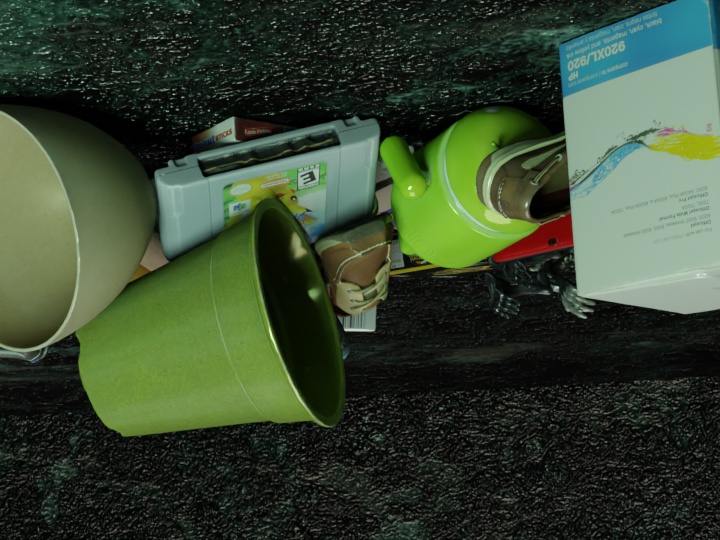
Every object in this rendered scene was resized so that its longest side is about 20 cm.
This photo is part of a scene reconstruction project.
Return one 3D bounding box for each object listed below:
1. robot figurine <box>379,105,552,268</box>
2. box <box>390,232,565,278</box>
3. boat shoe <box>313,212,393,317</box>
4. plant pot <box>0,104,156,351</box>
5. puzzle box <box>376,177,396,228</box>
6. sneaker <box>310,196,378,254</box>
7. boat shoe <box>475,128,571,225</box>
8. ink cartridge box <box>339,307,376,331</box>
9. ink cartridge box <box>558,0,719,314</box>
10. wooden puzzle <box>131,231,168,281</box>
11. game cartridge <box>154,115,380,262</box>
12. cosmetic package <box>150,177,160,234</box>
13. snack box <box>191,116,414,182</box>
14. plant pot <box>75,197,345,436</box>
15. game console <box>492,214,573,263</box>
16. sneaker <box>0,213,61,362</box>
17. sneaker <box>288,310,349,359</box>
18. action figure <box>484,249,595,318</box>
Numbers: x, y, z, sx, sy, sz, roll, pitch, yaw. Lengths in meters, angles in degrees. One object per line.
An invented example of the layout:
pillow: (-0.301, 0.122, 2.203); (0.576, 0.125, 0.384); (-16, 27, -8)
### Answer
robot figurine: (0.102, -0.072, 1.346); (0.175, 0.116, 0.200); (5, 162, -25)
box: (0.123, -0.024, 1.717); (0.159, 0.050, 0.200); (-12, 174, 29)
boat shoe: (0.000, 0.000, 1.406); (0.075, 0.074, 0.200); (-22, 174, -10)
plant pot: (-0.249, -0.046, 1.274); (0.200, 0.201, 0.134); (-13, -176, 42)
puzzle box: (0.052, -0.078, 1.552); (0.133, 0.026, 0.200); (4, 167, -31)
sneaker: (-0.053, -0.033, 1.535); (0.200, 0.077, 0.084); (-29, 139, 35)
boat shoe: (0.195, -0.086, 1.240); (0.202, 0.075, 0.075); (-27, -146, -20)
ink cartridge box: (-0.082, 0.018, 1.698); (0.198, 0.041, 0.200); (1, -162, -1)
ink cartridge box: (0.252, -0.080, 1.141); (0.147, 0.201, 0.144); (8, 164, -42)
wooden puzzle: (-0.266, 0.001, 1.513); (0.185, 0.046, 0.200); (33, 148, -6)
game cartridge: (-0.080, -0.064, 1.346); (0.199, 0.041, 0.134); (-15, 150, -13)
cosmetic package: (-0.150, -0.057, 1.488); (0.101, 0.074, 0.200); (6, 164, -34)
snack box: (-0.050, -0.106, 1.386); (0.199, 0.024, 0.072); (6, 166, -37)
plant pot: (-0.136, 0.061, 1.313); (0.189, 0.201, 0.200); (-17, 166, 13)
game console: (0.244, -0.068, 1.409); (0.199, 0.119, 0.172); (-12, 165, 41)
sneaker: (-0.298, 0.019, 1.374); (0.199, 0.115, 0.081); (-38, 152, -9)
sneaker: (-0.095, 0.058, 1.480); (0.199, 0.078, 0.086); (11, 152, 42)
action figure: (0.224, -0.010, 1.607); (0.199, 0.102, 0.119); (-24, 145, -34)
